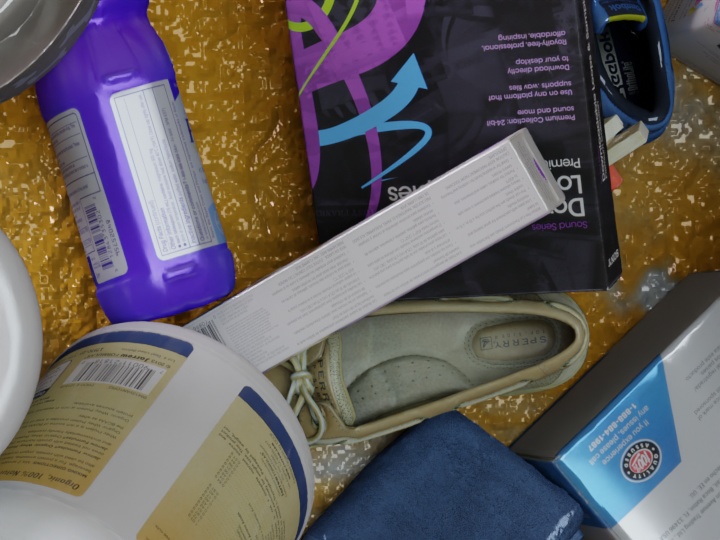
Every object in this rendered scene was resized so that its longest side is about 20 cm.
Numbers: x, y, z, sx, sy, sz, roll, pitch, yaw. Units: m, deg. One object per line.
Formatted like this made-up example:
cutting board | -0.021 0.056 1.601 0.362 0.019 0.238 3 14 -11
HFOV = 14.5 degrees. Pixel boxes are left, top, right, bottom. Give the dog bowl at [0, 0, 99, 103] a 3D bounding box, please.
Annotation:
dog bowl | -0.204 -0.160 1.300 0.199 0.059 0.201 -2 80 9

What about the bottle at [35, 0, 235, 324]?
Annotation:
bottle | -0.117 -0.075 1.345 0.065 0.084 0.201 -17 90 -15

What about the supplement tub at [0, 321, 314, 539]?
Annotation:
supplement tub | -0.119 0.130 1.266 0.144 0.144 0.200 49 38 -10

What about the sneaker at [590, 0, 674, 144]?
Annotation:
sneaker | 0.115 -0.160 1.417 0.066 0.078 0.201 -19 93 -13

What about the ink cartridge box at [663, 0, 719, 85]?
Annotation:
ink cartridge box | 0.227 -0.154 1.384 0.067 0.200 0.116 31 81 -12

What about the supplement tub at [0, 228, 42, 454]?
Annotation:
supplement tub | -0.225 0.031 1.252 0.145 0.200 0.145 0 88 -16

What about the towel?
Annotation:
towel | 0.012 0.166 1.384 0.112 0.049 0.200 39 78 19

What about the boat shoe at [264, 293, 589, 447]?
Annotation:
boat shoe | 0.012 0.045 1.368 0.200 0.063 0.073 -7 88 4

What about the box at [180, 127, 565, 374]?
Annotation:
box | 0.000 0.000 1.317 0.200 0.039 0.042 -31 92 19

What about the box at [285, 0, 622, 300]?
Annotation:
box | 0.041 -0.085 1.326 0.143 0.036 0.201 -4 106 19

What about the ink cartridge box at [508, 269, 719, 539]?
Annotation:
ink cartridge box | 0.196 0.120 1.431 0.145 0.084 0.200 -43 100 -14

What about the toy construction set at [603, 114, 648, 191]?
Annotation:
toy construction set | 0.048 -0.106 1.387 0.131 0.092 0.200 -35 85 -1
